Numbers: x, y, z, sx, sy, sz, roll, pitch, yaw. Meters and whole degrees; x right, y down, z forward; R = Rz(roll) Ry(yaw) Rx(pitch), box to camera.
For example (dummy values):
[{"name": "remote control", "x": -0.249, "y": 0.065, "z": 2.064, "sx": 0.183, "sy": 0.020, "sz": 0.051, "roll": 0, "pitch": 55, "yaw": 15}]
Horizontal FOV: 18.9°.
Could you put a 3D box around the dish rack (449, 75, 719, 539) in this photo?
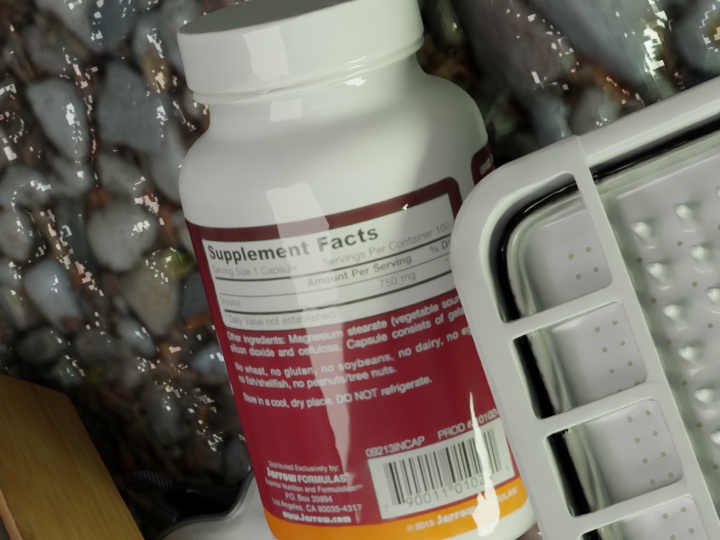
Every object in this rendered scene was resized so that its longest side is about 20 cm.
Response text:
[{"name": "dish rack", "x": 0.143, "y": 0.020, "z": 0.684, "sx": 0.200, "sy": 0.044, "sz": 0.172, "roll": -23, "pitch": 76, "yaw": 17}]

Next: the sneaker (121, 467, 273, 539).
[{"name": "sneaker", "x": -0.057, "y": 0.144, "z": 0.908, "sx": 0.140, "sy": 0.078, "sz": 0.200, "roll": 44, "pitch": 118, "yaw": 11}]

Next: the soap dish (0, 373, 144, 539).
[{"name": "soap dish", "x": -0.138, "y": 0.149, "z": 0.904, "sx": 0.200, "sy": 0.081, "sz": 0.157, "roll": -130, "pitch": 40, "yaw": -56}]

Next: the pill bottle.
[{"name": "pill bottle", "x": 0.000, "y": 0.000, "z": 0.778, "sx": 0.113, "sy": 0.113, "sz": 0.200, "roll": -4, "pitch": 107, "yaw": 34}]
